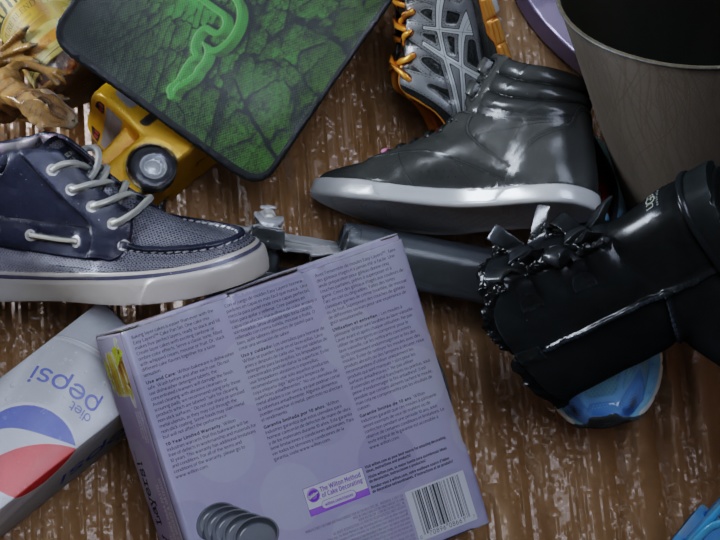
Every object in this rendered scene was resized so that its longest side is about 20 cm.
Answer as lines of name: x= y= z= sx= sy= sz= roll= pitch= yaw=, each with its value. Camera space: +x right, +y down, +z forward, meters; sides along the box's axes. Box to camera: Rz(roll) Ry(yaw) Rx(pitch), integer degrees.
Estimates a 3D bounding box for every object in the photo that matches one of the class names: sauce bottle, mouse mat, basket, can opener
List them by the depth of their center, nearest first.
basket: x=0.212 y=-0.083 z=1.525 sx=0.180 sy=0.200 sz=0.136 roll=23 pitch=51 yaw=37
mouse mat: x=-0.068 y=-0.175 z=1.554 sx=0.161 sy=0.008 sz=0.200 roll=35 pitch=87 yaw=-11
can opener: x=0.000 y=0.000 z=1.600 sx=0.200 sy=0.053 sz=0.067 roll=6 pitch=100 yaw=-7
sauce bottle: x=-0.224 y=-0.195 z=1.626 sx=0.066 sy=0.066 sz=0.200 roll=-31 pitch=74 yaw=-21

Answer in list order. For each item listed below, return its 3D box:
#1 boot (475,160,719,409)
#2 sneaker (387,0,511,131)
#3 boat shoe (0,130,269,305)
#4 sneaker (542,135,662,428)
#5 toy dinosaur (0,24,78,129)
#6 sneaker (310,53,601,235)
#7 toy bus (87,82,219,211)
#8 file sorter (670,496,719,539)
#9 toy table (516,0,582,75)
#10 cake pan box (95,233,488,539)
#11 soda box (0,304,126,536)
boot: x=0.173 y=0.037 z=1.494 sx=0.198 sy=0.162 sz=0.073 roll=54 pitch=28 yaw=-21
sneaker: x=0.050 y=-0.144 z=1.629 sx=0.077 sy=0.078 sz=0.200 roll=-23 pitch=95 yaw=-8
boat shoe: x=-0.153 y=-0.033 z=1.505 sx=0.200 sy=0.075 sz=0.093 roll=-2 pitch=107 yaw=21
sneaker: x=0.137 y=0.003 z=1.586 sx=0.078 sy=0.090 sz=0.200 roll=-11 pitch=62 yaw=13
toy dinosaur: x=-0.240 y=-0.108 z=1.551 sx=0.106 sy=0.200 sz=0.061 roll=-22 pitch=104 yaw=-49
sneaker: x=0.063 y=-0.079 z=1.583 sx=0.200 sy=0.071 sz=0.099 roll=-1 pitch=73 yaw=33
toy bus: x=-0.102 y=-0.109 z=1.610 sx=0.078 sy=0.065 sz=0.200 roll=45 pitch=66 yaw=9
file sorter: x=0.246 y=0.184 z=1.471 sx=0.139 sy=0.123 sz=0.200 roll=41 pitch=29 yaw=8
toy table: x=0.200 y=-0.189 z=1.678 sx=0.200 sy=0.117 sz=0.184 roll=22 pitch=65 yaw=-2
cake pan box: x=-0.035 y=0.092 z=1.504 sx=0.200 sy=0.052 sz=0.185 roll=-20 pitch=95 yaw=-24
soda box: x=-0.207 y=0.108 z=1.495 sx=0.200 sy=0.068 sz=0.063 roll=-39 pitch=79 yaw=-24
